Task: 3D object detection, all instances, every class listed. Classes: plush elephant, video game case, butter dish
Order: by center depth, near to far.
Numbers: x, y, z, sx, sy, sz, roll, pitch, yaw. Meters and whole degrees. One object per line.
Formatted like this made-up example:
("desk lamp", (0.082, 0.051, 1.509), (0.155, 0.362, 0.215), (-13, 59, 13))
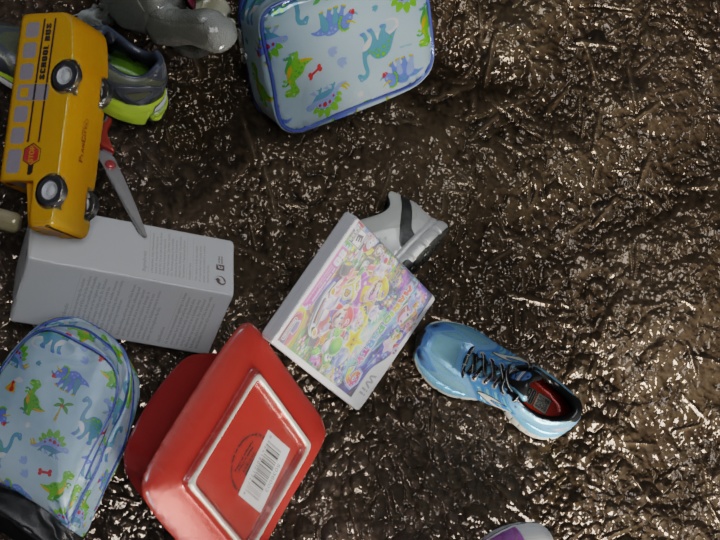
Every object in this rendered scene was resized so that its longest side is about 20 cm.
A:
("butter dish", (-0.156, 0.169, 1.533), (0.201, 0.147, 0.200), (-59, 139, -26))
("video game case", (-0.008, 0.044, 1.576), (0.018, 0.200, 0.144), (30, 83, 34))
("plush elephant", (-0.182, -0.299, 1.599), (0.155, 0.199, 0.166), (-43, 110, -41))

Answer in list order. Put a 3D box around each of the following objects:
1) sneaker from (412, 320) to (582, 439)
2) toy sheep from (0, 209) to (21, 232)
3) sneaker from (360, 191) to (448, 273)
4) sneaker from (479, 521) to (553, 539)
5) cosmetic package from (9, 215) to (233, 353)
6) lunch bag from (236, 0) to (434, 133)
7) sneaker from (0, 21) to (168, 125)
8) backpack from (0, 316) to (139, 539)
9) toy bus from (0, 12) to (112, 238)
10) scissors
("sneaker", (0.149, 0.107, 1.664), (0.198, 0.090, 0.079), (26, 74, -11))
("toy sheep", (-0.412, -0.067, 1.478), (0.198, 0.138, 0.139), (20, 75, 0))
("sneaker", (0.000, 0.000, 1.653), (0.080, 0.074, 0.200), (43, 66, 8))
("sneaker", (0.131, 0.320, 1.612), (0.199, 0.114, 0.073), (-31, 90, -21))
("cosmetic package", (-0.230, 0.010, 1.542), (0.198, 0.102, 0.072), (11, 48, -17))
("lunch bag", (-0.025, -0.239, 1.641), (0.198, 0.082, 0.162), (-24, 126, -18))
("sneaker", (-0.279, -0.212, 1.570), (0.198, 0.081, 0.074), (14, 52, -11))
("backpack", (-0.288, 0.144, 1.487), (0.162, 0.154, 0.201), (29, 66, 12))
("toy bus", (-0.283, -0.133, 1.479), (0.077, 0.065, 0.202), (1, 80, 23))
("scissors", (-0.245, -0.114, 1.565), (0.073, 0.014, 0.200), (-28, 64, -37))
